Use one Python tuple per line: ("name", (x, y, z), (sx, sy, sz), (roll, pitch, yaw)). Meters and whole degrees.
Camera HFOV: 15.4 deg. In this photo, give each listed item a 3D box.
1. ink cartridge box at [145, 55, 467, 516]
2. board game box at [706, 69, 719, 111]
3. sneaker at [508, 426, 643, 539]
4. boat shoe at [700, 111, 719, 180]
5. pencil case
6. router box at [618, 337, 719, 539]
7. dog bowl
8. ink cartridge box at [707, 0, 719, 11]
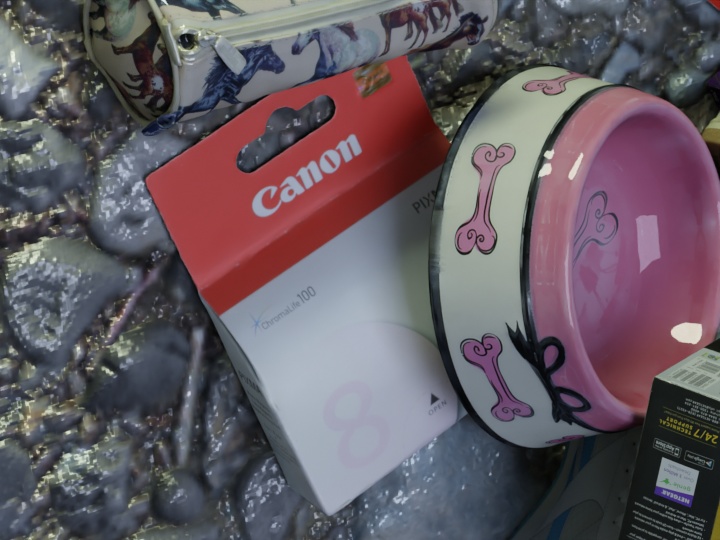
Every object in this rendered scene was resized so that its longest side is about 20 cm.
("ink cartridge box", (0.000, 0.000, 1.361), (0.162, 0.057, 0.201), (-35, 125, -19))
("board game box", (0.294, -0.120, 1.523), (0.200, 0.032, 0.120), (-41, 127, -15))
("sneaker", (0.148, 0.124, 1.473), (0.076, 0.081, 0.201), (28, 88, -34))
("boat shoe", (0.253, -0.035, 1.464), (0.065, 0.072, 0.200), (-56, 132, -14))
("pencil case", (-0.028, -0.124, 1.278), (0.199, 0.089, 0.078), (-18, 113, -28))
("router box", (0.202, 0.111, 1.419), (0.200, 0.052, 0.158), (-23, 128, -57))
("dog bowl", (0.120, -0.006, 1.373), (0.200, 0.073, 0.202), (-3, 93, -53))
("ink cartridge box", (0.187, -0.243, 1.402), (0.200, 0.050, 0.163), (34, 86, -32))
